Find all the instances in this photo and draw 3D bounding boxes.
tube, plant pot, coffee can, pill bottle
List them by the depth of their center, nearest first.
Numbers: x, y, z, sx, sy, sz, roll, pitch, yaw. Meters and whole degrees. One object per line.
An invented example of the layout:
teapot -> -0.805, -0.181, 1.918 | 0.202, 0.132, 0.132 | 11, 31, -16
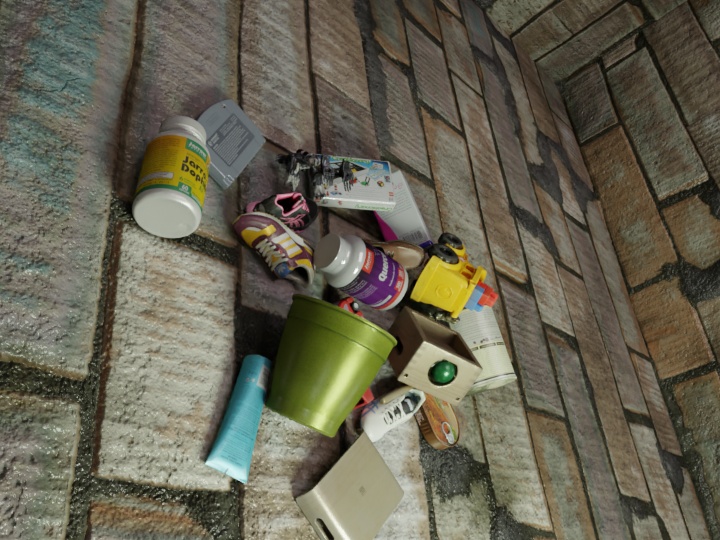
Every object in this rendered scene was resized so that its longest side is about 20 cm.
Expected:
tube -> -0.189, 0.234, 1.066 | 0.077, 0.050, 0.201 | 31, 48, -23
plant pot -> -0.065, 0.171, 1.125 | 0.200, 0.200, 0.194 | 33, 75, -34
pill bottle -> -0.318, -0.166, 1.127 | 0.113, 0.113, 0.201 | 31, 43, -36
pill bottle -> 0.000, 0.000, 1.354 | 0.200, 0.112, 0.113 | 30, 44, -40
coffee can -> 0.281, 0.190, 1.612 | 0.146, 0.146, 0.201 | 8, 60, -50

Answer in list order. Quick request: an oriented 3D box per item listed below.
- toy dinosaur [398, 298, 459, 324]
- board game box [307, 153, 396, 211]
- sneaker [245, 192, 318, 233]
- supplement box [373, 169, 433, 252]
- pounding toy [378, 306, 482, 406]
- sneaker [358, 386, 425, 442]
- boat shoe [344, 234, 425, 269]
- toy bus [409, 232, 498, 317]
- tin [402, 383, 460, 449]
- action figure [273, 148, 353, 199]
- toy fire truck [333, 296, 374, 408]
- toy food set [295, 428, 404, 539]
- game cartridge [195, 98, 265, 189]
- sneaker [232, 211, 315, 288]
toy dinosaur -> 0.131, 0.106, 1.553 | 0.199, 0.047, 0.089 | 23, 70, -6
board game box -> -0.021, -0.204, 1.528 | 0.199, 0.035, 0.127 | 3, 59, -18
sneaker -> -0.138, -0.127, 1.349 | 0.200, 0.095, 0.079 | -16, 77, -57
supplement box -> 0.097, -0.129, 1.622 | 0.103, 0.101, 0.201 | 21, 46, -76
pounding toy -> 0.129, 0.198, 1.369 | 0.183, 0.143, 0.200 | 27, 16, -21
sneaker -> 0.064, 0.284, 1.331 | 0.200, 0.072, 0.072 | -23, 86, -54
boat shoe -> 0.050, -0.030, 1.468 | 0.199, 0.072, 0.068 | 5, 19, -6
toy bus -> 0.234, 0.021, 1.551 | 0.191, 0.136, 0.200 | 28, 29, 8
tin -> 0.157, 0.300, 1.471 | 0.112, 0.042, 0.201 | -10, 74, -50
action figure -> -0.111, -0.206, 1.407 | 0.118, 0.199, 0.103 | 1, 101, -41
toy fire truck -> -0.019, 0.162, 1.331 | 0.141, 0.049, 0.201 | -29, 89, -54
toy food set -> -0.015, 0.396, 1.170 | 0.200, 0.060, 0.144 | -38, 98, -48
game cartridge -> -0.275, -0.262, 1.322 | 0.134, 0.040, 0.200 | 50, 35, -21
sneaker -> -0.161, -0.038, 1.270 | 0.200, 0.075, 0.090 | 29, 39, -36
